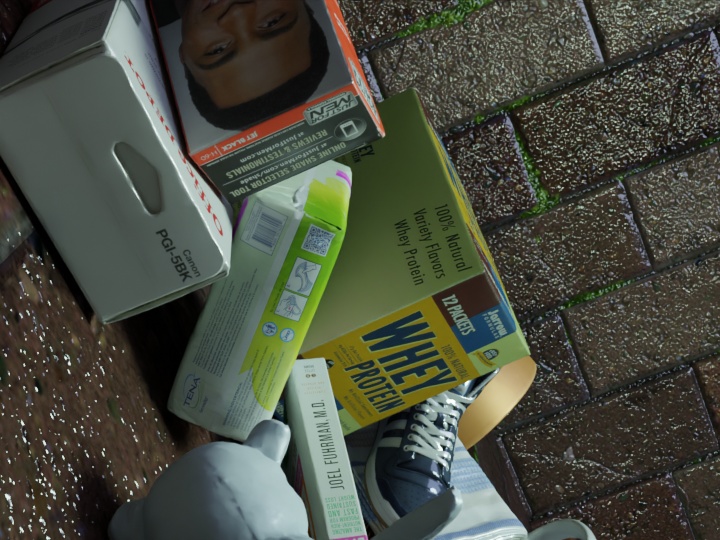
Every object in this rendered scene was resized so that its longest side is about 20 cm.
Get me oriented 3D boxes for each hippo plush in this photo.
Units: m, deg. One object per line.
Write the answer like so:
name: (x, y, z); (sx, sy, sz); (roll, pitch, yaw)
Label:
hippo plush: (-0.058, 0.162, 0.604); (0.161, 0.159, 0.201); (37, -31, 37)

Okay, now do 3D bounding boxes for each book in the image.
book: (-0.020, 0.176, 0.869); (0.201, 0.048, 0.134); (-106, -164, -45)

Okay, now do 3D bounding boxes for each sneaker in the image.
sneaker: (0.061, 0.127, 1.072); (0.070, 0.109, 0.200); (30, 29, -13)

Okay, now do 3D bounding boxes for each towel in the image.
towel: (0.043, 0.168, 1.130); (0.146, 0.024, 0.200); (-2, 43, -38)

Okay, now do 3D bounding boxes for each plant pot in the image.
plant pot: (0.081, 0.115, 1.490); (0.140, 0.200, 0.200); (52, 10, -8)

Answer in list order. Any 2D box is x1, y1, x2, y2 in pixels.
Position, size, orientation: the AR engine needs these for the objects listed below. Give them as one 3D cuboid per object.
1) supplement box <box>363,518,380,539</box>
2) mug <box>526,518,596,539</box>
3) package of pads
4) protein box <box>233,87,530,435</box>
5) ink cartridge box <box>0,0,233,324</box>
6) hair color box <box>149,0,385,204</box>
supplement box: (0.038, 0.198, 1.162); (0.201, 0.108, 0.061); (-102, -149, -51)
mug: (0.160, 0.330, 1.373); (0.148, 0.199, 0.175); (57, 1, -13)
package of pads: (-0.062, 0.010, 0.851); (0.200, 0.068, 0.155); (-83, -165, -76)
protein box: (0.000, 0.000, 1.054); (0.135, 0.199, 0.199); (55, 14, -52)
ink cartridge box: (-0.138, -0.085, 0.763); (0.200, 0.082, 0.147); (-96, 163, -63)
hair color box: (-0.065, -0.149, 0.764); (0.061, 0.101, 0.201); (55, 14, -59)
